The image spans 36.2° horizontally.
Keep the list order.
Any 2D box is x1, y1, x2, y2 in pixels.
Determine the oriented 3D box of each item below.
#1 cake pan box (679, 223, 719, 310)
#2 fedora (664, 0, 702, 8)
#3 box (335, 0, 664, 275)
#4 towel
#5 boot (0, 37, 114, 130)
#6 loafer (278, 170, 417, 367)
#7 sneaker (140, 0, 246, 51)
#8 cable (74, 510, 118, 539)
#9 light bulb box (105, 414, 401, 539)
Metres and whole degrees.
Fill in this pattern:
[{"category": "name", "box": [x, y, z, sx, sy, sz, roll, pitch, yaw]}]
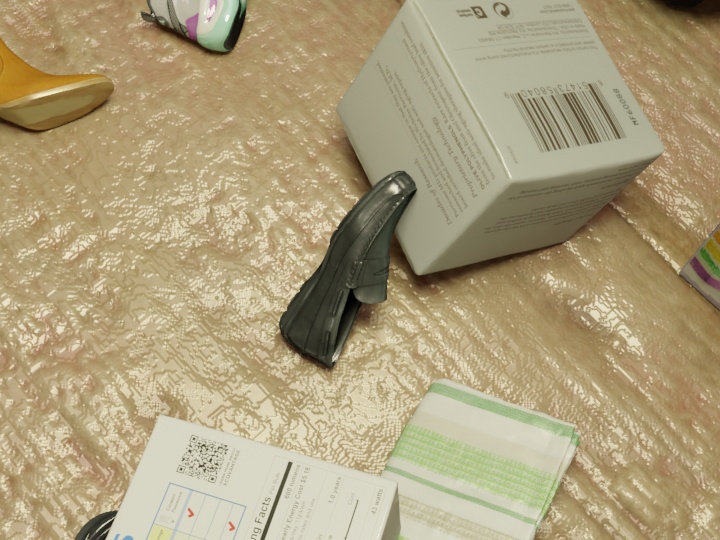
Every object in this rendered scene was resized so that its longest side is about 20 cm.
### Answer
[{"category": "cake pan box", "box": [0.405, 0.023, 1.007, 0.052, 0.184, 0.200, -42, 78, -14]}, {"category": "fedora", "box": [0.361, -0.362, 1.207, 0.200, 0.092, 0.201, 2, 68, -4]}, {"category": "box", "box": [0.124, -0.131, 1.022, 0.198, 0.171, 0.201, -13, 67, -34]}, {"category": "towel", "box": [0.089, 0.197, 0.961, 0.149, 0.031, 0.200, 17, 56, 23]}, {"category": "boot", "box": [-0.358, -0.208, 1.094, 0.200, 0.071, 0.145, -18, 73, -6]}, {"category": "loafer", "box": [0.000, 0.000, 0.995, 0.070, 0.201, 0.068, 39, 25, 13]}, {"category": "sneaker", "box": [-0.169, -0.338, 1.160, 0.139, 0.078, 0.201, 19, 67, 2]}, {"category": "cable", "box": [-0.170, 0.297, 0.925, 0.200, 0.051, 0.163, 35, 65, 12]}, {"category": "light bulb box", "box": [-0.090, 0.243, 0.850, 0.199, 0.125, 0.199, 14, 62, 11]}]
